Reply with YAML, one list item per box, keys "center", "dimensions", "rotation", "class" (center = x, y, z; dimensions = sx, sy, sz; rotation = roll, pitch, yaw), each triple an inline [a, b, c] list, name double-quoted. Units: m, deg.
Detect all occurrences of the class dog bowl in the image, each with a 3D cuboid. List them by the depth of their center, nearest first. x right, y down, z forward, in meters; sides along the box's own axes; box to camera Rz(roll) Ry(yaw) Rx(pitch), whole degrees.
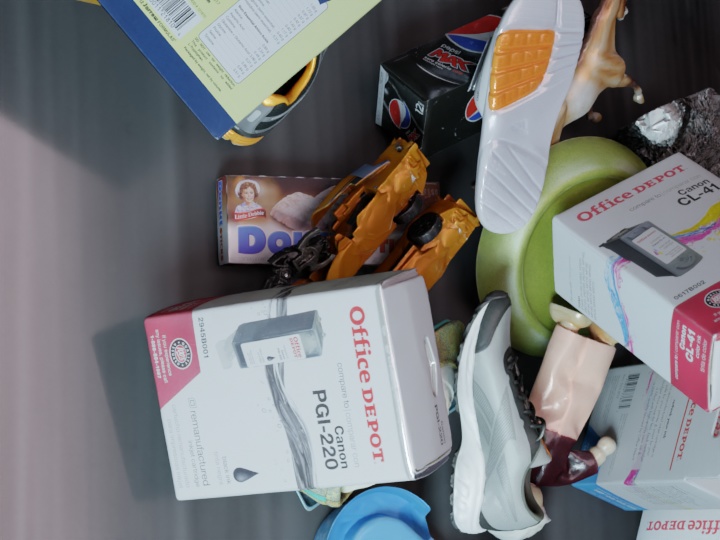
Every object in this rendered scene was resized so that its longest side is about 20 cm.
- center: [0.041, 0.260, 1.325]
  dimensions: [0.200, 0.050, 0.112]
  rotation: [44, 65, -16]
  class: "dog bowl"

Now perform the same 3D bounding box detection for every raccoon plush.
- center: [0.288, -0.080, 1.461]
  dimensions: [0.200, 0.097, 0.134]
  rotation: [-23, 89, -60]
  class: "raccoon plush"

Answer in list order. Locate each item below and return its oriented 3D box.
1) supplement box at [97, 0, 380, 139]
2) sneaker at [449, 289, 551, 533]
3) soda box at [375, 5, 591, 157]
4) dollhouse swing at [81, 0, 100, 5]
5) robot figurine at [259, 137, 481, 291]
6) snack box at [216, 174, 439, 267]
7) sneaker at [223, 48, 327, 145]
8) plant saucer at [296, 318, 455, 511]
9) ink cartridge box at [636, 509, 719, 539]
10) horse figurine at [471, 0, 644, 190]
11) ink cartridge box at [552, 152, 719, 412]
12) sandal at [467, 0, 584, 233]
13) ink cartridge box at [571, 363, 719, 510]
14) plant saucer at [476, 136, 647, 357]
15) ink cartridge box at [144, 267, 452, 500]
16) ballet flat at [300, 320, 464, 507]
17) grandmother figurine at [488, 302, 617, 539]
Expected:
- center: [-0.105, -0.248, 1.205]
  dimensions: [0.200, 0.134, 0.200]
  rotation: [-40, 124, -1]
  class: "supplement box"
- center: [0.116, 0.114, 1.321]
  dimensions: [0.074, 0.079, 0.201]
  rotation: [-30, 120, -71]
  class: "sneaker"
- center: [0.109, -0.171, 1.405]
  dimensions: [0.200, 0.071, 0.063]
  rotation: [-28, 53, -29]
  class: "soda box"
- center: [-0.135, -0.314, 1.260]
  dimensions: [0.199, 0.182, 0.177]
  rotation: [10, 62, -27]
  class: "dollhouse swing"
- center: [0.000, 0.000, 1.314]
  dimensions: [0.200, 0.058, 0.145]
  rotation: [-48, 120, -9]
  class: "robot figurine"
- center: [-0.023, -0.039, 1.350]
  dimensions: [0.199, 0.024, 0.072]
  rotation: [0, 85, -29]
  class: "snack box"
- center: [-0.053, -0.193, 1.329]
  dimensions: [0.078, 0.077, 0.201]
  rotation: [29, 68, -20]
  class: "sneaker"
- center: [0.013, 0.117, 1.350]
  dimensions: [0.200, 0.019, 0.070]
  rotation: [-32, 98, -28]
  class: "plant saucer"
- center: [0.360, 0.177, 1.454]
  dimensions: [0.144, 0.147, 0.201]
  rotation: [25, 71, -23]
  class: "ink cartridge box"
- center: [0.176, -0.141, 1.411]
  dimensions: [0.200, 0.050, 0.133]
  rotation: [-43, 148, -9]
  class: "horse figurine"
- center: [0.269, 0.005, 1.319]
  dimensions: [0.147, 0.200, 0.086]
  rotation: [-26, 133, -22]
  class: "ink cartridge box"
- center: [0.121, -0.136, 1.338]
  dimensions: [0.079, 0.059, 0.208]
  rotation: [10, 99, -27]
  class: "sandal"
- center: [0.275, 0.138, 1.384]
  dimensions: [0.068, 0.200, 0.116]
  rotation: [27, 71, -22]
  class: "ink cartridge box"
- center: [0.191, -0.015, 1.413]
  dimensions: [0.199, 0.031, 0.201]
  rotation: [-11, 112, -28]
  class: "plant saucer"
- center: [-0.046, 0.086, 1.208]
  dimensions: [0.085, 0.199, 0.146]
  rotation: [-19, 99, -67]
  class: "ink cartridge box"
- center: [0.029, 0.118, 1.307]
  dimensions: [0.200, 0.071, 0.071]
  rotation: [-38, 100, -25]
  class: "ballet flat"
- center: [0.161, 0.136, 1.385]
  dimensions: [0.121, 0.061, 0.201]
  rotation: [24, 88, -10]
  class: "grandmother figurine"
